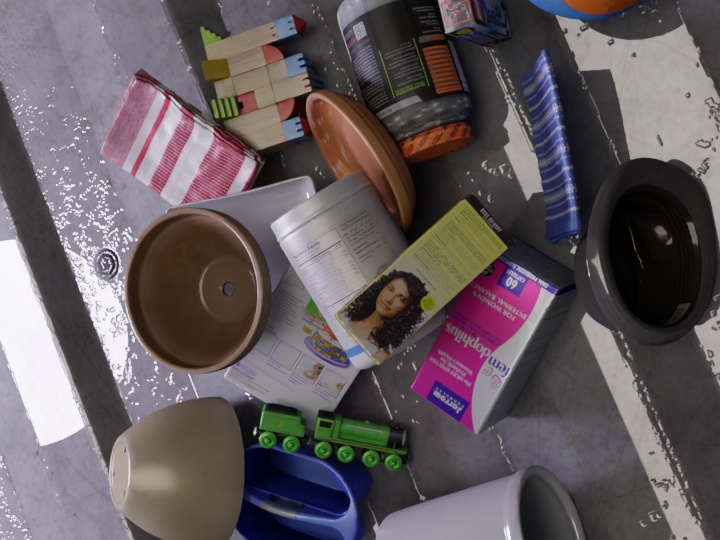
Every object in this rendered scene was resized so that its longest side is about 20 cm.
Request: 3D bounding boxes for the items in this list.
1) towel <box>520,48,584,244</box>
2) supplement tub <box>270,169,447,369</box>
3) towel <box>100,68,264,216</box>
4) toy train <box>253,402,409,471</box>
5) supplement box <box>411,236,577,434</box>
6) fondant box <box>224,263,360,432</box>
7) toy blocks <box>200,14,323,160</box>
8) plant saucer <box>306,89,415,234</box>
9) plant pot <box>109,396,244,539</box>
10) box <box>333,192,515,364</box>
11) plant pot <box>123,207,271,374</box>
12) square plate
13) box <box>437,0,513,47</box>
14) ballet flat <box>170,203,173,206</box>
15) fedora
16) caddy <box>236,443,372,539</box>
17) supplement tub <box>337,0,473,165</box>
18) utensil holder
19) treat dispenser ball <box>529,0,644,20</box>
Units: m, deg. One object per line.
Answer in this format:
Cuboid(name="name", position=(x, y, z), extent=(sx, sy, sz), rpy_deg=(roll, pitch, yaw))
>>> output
Cuboid(name="towel", position=(0.209, -0.131, 1.240), extent=(0.024, 0.145, 0.201), rpy_deg=(-10, 88, 0))
Cuboid(name="supplement tub", position=(0.000, 0.000, 1.296), extent=(0.132, 0.132, 0.200), rpy_deg=(-31, 90, 26))
Cuboid(name="towel", position=(-0.232, -0.146, 1.438), extent=(0.200, 0.023, 0.144), rpy_deg=(35, 127, 2))
Cuboid(name="toy train", position=(-0.034, 0.207, 1.406), extent=(0.199, 0.042, 0.057), rpy_deg=(10, 101, -3))
Cuboid(name="supplement box", position=(0.159, 0.075, 1.304), extent=(0.101, 0.103, 0.200), rpy_deg=(32, 110, 20))
Cuboid(name="fondant box", position=(-0.062, 0.086, 1.418), extent=(0.144, 0.058, 0.200), rpy_deg=(32, 110, -2))
Cuboid(name="toy blocks", position=(-0.111, -0.233, 1.433), extent=(0.136, 0.100, 0.201), rpy_deg=(-15, 87, 17))
Cuboid(name="plant saucer", position=(0.005, -0.132, 1.338), extent=(0.037, 0.200, 0.200), rpy_deg=(-33, 76, -13))
Cuboid(name="plant pot", position=(-0.250, 0.264, 1.464), extent=(0.200, 0.134, 0.201), rpy_deg=(-17, 71, 59))
Cuboid(name="box", position=(0.068, 0.009, 1.211), extent=(0.200, 0.050, 0.075), rpy_deg=(-43, 92, -5))
Cuboid(name="plant pot", position=(-0.184, 0.023, 1.380), extent=(0.200, 0.093, 0.202), rpy_deg=(1, 93, 26))
Cuboid(name="square plate", position=(-0.129, -0.010, 1.442), extent=(0.197, 0.028, 0.201), rpy_deg=(-11, 106, 11))
Cuboid(name="box", position=(0.114, -0.361, 1.268), extent=(0.040, 0.137, 0.201), rpy_deg=(-14, 87, 25))
Cuboid(name="ballet flat", position=(-0.235, -0.035, 1.514), extent=(0.063, 0.068, 0.201), rpy_deg=(19, 104, 48))
Cuboid(name="fedora", position=(0.295, -0.013, 1.214), extent=(0.090, 0.176, 0.201), rpy_deg=(-20, 66, 60))
Cuboid(name="caddy", position=(-0.081, 0.296, 1.444), extent=(0.199, 0.105, 0.142), rpy_deg=(11, 100, 26))
Cuboid(name="supplement tub", position=(0.057, -0.233, 1.318), extent=(0.122, 0.122, 0.201), rpy_deg=(-20, 85, 28))
Cuboid(name="utensil holder", position=(0.141, 0.335, 1.301), extent=(0.200, 0.170, 0.170), rpy_deg=(-24, 83, 30))
Cuboid(name="treat dispenser ball", position=(0.239, -0.364, 1.166), extent=(0.200, 0.201, 0.202), rpy_deg=(3, 96, 27))
